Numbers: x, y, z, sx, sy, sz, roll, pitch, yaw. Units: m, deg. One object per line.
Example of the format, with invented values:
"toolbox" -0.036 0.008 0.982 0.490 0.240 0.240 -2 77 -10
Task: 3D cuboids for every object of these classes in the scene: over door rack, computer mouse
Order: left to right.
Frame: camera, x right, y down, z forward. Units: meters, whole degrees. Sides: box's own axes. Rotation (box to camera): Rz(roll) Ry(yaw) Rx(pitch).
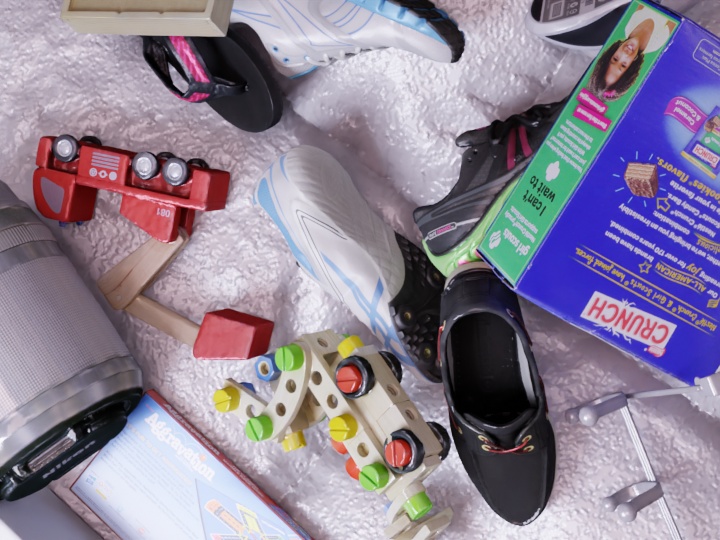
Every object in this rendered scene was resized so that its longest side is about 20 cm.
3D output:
"computer mouse" 0.208 -0.189 1.066 0.199 0.110 0.044 -15 126 25
"over door rack" 0.207 0.144 1.025 0.066 0.200 0.149 -22 87 -22

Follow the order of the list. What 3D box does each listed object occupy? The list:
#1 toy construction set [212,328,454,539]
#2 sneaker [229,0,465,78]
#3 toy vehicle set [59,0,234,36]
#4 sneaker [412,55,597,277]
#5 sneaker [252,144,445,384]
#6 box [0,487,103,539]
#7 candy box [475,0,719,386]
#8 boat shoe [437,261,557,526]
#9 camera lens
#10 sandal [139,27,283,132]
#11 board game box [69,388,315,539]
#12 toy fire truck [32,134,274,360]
"toy construction set" -0.006 0.123 1.121 0.200 0.092 0.131 48 121 7
"sneaker" -0.019 -0.173 1.133 0.199 0.075 0.087 23 105 21
"toy vehicle set" -0.134 -0.265 1.131 0.123 0.027 0.202 6 74 24
"sneaker" 0.112 -0.084 1.092 0.200 0.077 0.084 -45 66 2
"sneaker" 0.000 0.000 1.140 0.200 0.072 0.072 52 138 0
"box" -0.223 0.279 1.190 0.200 0.097 0.125 41 102 9
"candy box" 0.201 -0.048 1.035 0.168 0.077 0.201 27 100 -24
"boat shoe" 0.092 0.096 1.084 0.073 0.063 0.203 -8 118 10
"camera lens" -0.266 0.056 1.155 0.160 0.160 0.201 -37 82 14
"sandal" -0.137 -0.163 1.156 0.200 0.045 0.075 41 141 14
"board game box" -0.118 0.194 1.198 0.200 0.019 0.103 42 103 9
"toy fire truck" -0.157 -0.018 1.182 0.198 0.049 0.142 12 96 14
